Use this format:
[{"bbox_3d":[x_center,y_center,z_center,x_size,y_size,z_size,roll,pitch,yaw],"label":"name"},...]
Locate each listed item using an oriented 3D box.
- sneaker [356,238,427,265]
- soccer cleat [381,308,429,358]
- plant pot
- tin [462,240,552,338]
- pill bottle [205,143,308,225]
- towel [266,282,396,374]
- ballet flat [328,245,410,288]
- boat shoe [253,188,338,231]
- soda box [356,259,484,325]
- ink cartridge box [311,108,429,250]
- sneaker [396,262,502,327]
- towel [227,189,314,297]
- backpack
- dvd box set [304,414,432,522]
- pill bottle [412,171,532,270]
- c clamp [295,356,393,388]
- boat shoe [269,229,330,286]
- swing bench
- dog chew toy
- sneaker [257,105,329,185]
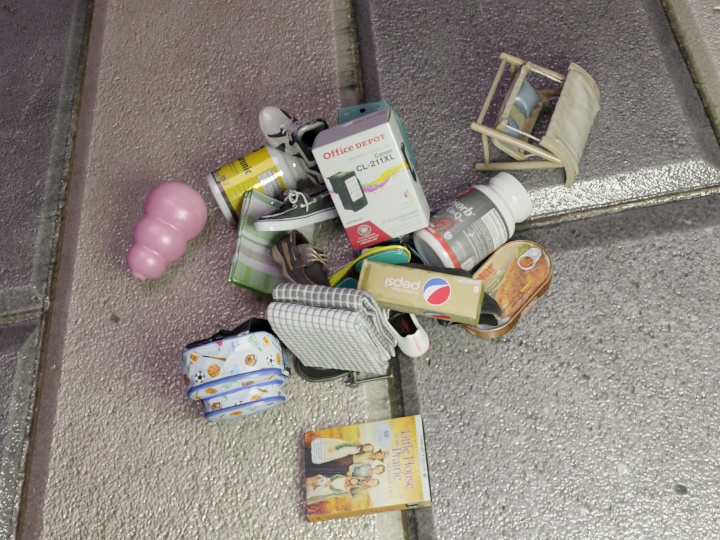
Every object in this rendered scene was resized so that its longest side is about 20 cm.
[{"bbox_3d":[0.060,-0.034,1.596,0.078,0.090,0.200,-43,54,-16],"label":"sneaker"},{"bbox_3d":[0.053,0.065,1.536,0.068,0.085,0.200,-31,56,-7],"label":"soccer cleat"},{"bbox_3d":[0.023,-0.208,1.653,0.140,0.201,0.142,-8,56,9],"label":"plant pot"},{"bbox_3d":[0.249,0.032,1.540,0.112,0.042,0.200,38,73,27],"label":"tin"},{"bbox_3d":[-0.193,-0.181,1.743,0.199,0.112,0.112,-27,55,-6],"label":"pill bottle"},{"bbox_3d":[-0.041,0.091,1.445,0.164,0.200,0.086,4,63,23],"label":"towel"},{"bbox_3d":[0.000,0.000,1.547,0.199,0.067,0.067,-34,32,23],"label":"ballet flat"},{"bbox_3d":[-0.115,-0.117,1.637,0.198,0.069,0.073,-16,13,-35],"label":"boat shoe"},{"bbox_3d":[0.096,0.035,1.427,0.198,0.068,0.065,9,78,13],"label":"soda box"},{"bbox_3d":[0.019,-0.156,1.536,0.145,0.201,0.083,-18,24,14],"label":"ink cartridge box"},{"bbox_3d":[0.132,0.047,1.485,0.198,0.060,0.105,2,48,-9],"label":"sneaker"},{"bbox_3d":[-0.160,-0.044,1.647,0.148,0.031,0.201,19,56,-18],"label":"towel"},{"bbox_3d":[-0.210,0.168,1.471,0.198,0.191,0.155,-20,71,0],"label":"backpack"},{"bbox_3d":[0.010,0.315,1.417,0.198,0.029,0.147,-9,56,8],"label":"dvd box set"},{"bbox_3d":[0.201,-0.080,1.577,0.199,0.116,0.116,-37,57,-12],"label":"pill bottle"},{"bbox_3d":[-0.035,0.122,1.562,0.169,0.027,0.201,-15,57,10],"label":"c clamp"},{"bbox_3d":[-0.096,-0.013,1.547,0.074,0.074,0.200,-56,41,11],"label":"boat shoe"},{"bbox_3d":[0.333,-0.286,1.671,0.198,0.130,0.200,13,61,21],"label":"swing bench"},{"bbox_3d":[-0.383,-0.071,1.718,0.124,0.125,0.201,20,72,24],"label":"dog chew toy"},{"bbox_3d":[-0.112,-0.261,1.650,0.079,0.130,0.200,-33,74,-22],"label":"sneaker"}]
